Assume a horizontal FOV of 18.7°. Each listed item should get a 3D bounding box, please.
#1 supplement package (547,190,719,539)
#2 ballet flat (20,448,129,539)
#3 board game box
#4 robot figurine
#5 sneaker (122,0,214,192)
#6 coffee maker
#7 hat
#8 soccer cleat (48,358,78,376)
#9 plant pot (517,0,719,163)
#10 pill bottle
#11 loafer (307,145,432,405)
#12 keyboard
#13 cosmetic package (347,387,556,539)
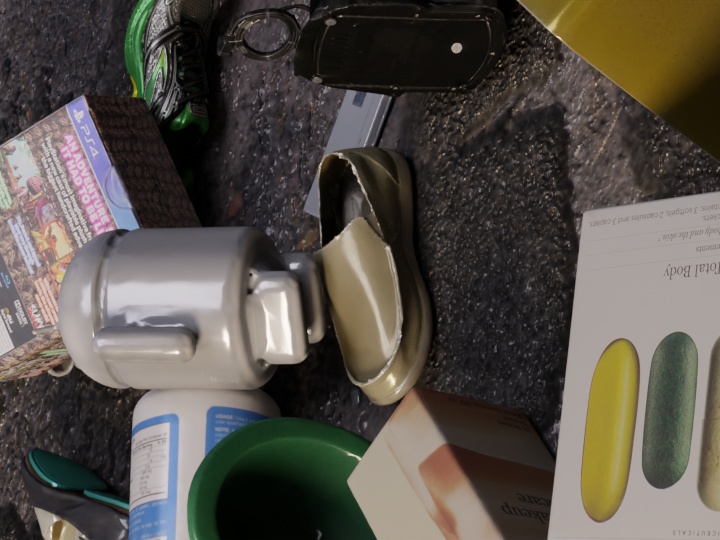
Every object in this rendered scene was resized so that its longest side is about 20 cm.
[{"bbox_3d":[0.211,0.074,1.167,0.151,0.150,0.201,-7,71,51],"label":"supplement package"},{"bbox_3d":[-0.224,0.199,1.758,0.200,0.073,0.073,18,91,51],"label":"ballet flat"},{"bbox_3d":[-0.240,-0.024,1.748,0.199,0.097,0.160,-28,81,23],"label":"board game box"},{"bbox_3d":[-0.127,0.027,1.532,0.199,0.170,0.114,0,105,18],"label":"robot figurine"},{"bbox_3d":[-0.147,-0.152,1.801,0.085,0.078,0.201,12,95,47],"label":"sneaker"},{"bbox_3d":[0.004,-0.240,1.525,0.135,0.191,0.201,-40,46,47],"label":"coffee maker"},{"bbox_3d":[-0.066,0.210,1.495,0.176,0.199,0.166,120,172,-51],"label":"hat"},{"bbox_3d":[-0.273,0.043,1.879,0.200,0.070,0.087,8,83,53],"label":"soccer cleat"},{"bbox_3d":[0.184,-0.206,1.294,0.177,0.200,0.200,-49,41,11],"label":"plant pot"},{"bbox_3d":[-0.112,0.146,1.595,0.112,0.112,0.201,-24,58,46],"label":"pill bottle"},{"bbox_3d":[0.000,0.000,1.540,0.076,0.068,0.201,-34,51,40],"label":"loafer"},{"bbox_3d":[0.006,-0.132,1.636,0.056,0.011,0.201,28,99,58],"label":"keyboard"},{"bbox_3d":[0.084,0.173,1.336,0.087,0.103,0.200,-56,41,23],"label":"cosmetic package"}]
